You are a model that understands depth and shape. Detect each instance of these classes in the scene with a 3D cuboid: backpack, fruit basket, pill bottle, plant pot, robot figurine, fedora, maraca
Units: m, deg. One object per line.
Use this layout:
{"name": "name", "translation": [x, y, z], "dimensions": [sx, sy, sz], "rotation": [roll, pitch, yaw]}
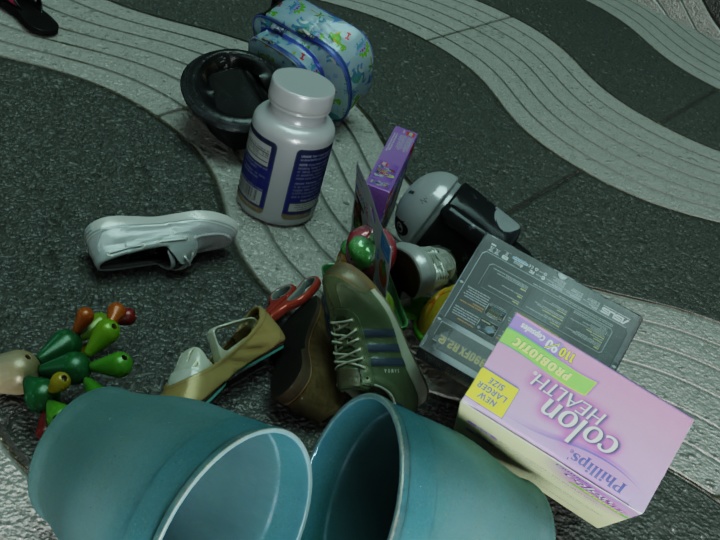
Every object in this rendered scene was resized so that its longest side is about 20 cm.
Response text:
{"name": "backpack", "translation": [-0.088, -0.345, 1.625], "dimensions": [0.199, 0.183, 0.147], "rotation": [27, 58, 17]}
{"name": "fruit basket", "translation": [0.000, 0.000, 1.156], "dimensions": [0.093, 0.201, 0.186], "rotation": [-8, 40, -9]}
{"name": "pill bottle", "translation": [-0.101, -0.177, 1.355], "dimensions": [0.119, 0.201, 0.120], "rotation": [12, 34, -9]}
{"name": "plant pot", "translation": [0.062, 0.235, 0.862], "dimensions": [0.187, 0.200, 0.201], "rotation": [21, 31, -23]}
{"name": "plant pot", "translation": [-0.176, 0.196, 0.822], "dimensions": [0.187, 0.201, 0.200], "rotation": [19, 31, 31]}
{"name": "robot figurine", "translation": [0.141, -0.048, 1.335], "dimensions": [0.200, 0.150, 0.125], "rotation": [38, 45, 1]}
{"name": "fedora", "translation": [-0.196, -0.261, 1.517], "dimensions": [0.199, 0.092, 0.201], "rotation": [6, 48, -7]}
{"name": "maraca", "translation": [0.128, 0.065, 1.210], "dimensions": [0.136, 0.108, 0.200], "rotation": [-9, 21, -19]}

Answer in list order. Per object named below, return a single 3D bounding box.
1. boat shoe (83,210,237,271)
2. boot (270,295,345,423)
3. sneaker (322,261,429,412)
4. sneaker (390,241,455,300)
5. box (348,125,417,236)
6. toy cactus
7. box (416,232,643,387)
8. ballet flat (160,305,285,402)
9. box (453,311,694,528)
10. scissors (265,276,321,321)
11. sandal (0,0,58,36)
{"name": "boat shoe", "translation": [-0.245, -0.032, 1.211], "dimensions": [0.199, 0.072, 0.069], "rotation": [-1, 59, -36]}
{"name": "boot", "translation": [-0.058, 0.104, 1.120], "dimensions": [0.075, 0.074, 0.200], "rotation": [40, 24, -21]}
{"name": "sneaker", "translation": [0.004, 0.096, 1.060], "dimensions": [0.067, 0.201, 0.090], "rotation": [-10, 27, 44]}
{"name": "sneaker", "translation": [0.083, -0.009, 1.216], "dimensions": [0.084, 0.073, 0.200], "rotation": [-22, -1, -6]}
{"name": "box", "translation": [0.029, -0.105, 1.370], "dimensions": [0.039, 0.137, 0.200], "rotation": [20, 34, 3]}
{"name": "toy cactus", "translation": [-0.312, 0.106, 0.981], "dimensions": [0.164, 0.103, 0.200], "rotation": [-4, 38, 1]}
{"name": "box", "translation": [0.185, 0.074, 1.052], "dimensions": [0.199, 0.048, 0.159], "rotation": [29, 74, 12]}
{"name": "ballet flat", "translation": [-0.163, 0.101, 1.044], "dimensions": [0.200, 0.068, 0.063], "rotation": [-36, 102, -48]}
{"name": "box", "translation": [0.187, 0.147, 0.895], "dimensions": [0.175, 0.200, 0.097], "rotation": [32, 77, 13]}
{"name": "scissors", "translation": [-0.112, 0.059, 1.150], "dimensions": [0.073, 0.014, 0.200], "rotation": [-11, 22, 30]}
{"name": "sandal", "translation": [-0.599, -0.479, 1.694], "dimensions": [0.200, 0.045, 0.075], "rotation": [39, 40, 28]}
